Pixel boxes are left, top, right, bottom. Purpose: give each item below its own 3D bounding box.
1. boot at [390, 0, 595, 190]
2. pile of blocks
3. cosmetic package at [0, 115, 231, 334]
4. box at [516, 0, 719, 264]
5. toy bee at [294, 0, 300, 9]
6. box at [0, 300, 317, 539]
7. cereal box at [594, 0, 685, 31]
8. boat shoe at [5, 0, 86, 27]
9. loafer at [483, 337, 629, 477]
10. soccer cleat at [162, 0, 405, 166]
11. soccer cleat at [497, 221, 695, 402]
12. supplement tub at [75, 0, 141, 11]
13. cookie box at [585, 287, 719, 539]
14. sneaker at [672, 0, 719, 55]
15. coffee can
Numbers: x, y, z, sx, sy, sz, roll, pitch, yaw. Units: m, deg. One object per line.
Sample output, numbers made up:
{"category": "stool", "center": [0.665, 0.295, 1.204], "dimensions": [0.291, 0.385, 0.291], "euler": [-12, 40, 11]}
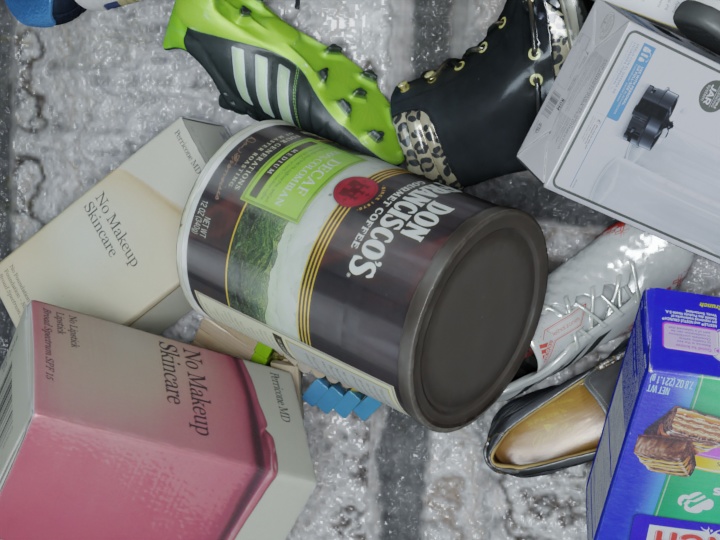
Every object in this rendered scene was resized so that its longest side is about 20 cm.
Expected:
{"category": "boot", "center": [0.086, -0.154, 1.087], "dimensions": [0.153, 0.073, 0.205], "euler": [-15, 93, 22]}
{"category": "pile of blocks", "center": [-0.026, 0.062, 1.166], "dimensions": [0.199, 0.062, 0.083], "euler": [11, 118, 21]}
{"category": "cosmetic package", "center": [-0.164, -0.012, 1.177], "dimensions": [0.200, 0.073, 0.104], "euler": [-37, 74, 20]}
{"category": "box", "center": [0.214, -0.076, 1.013], "dimensions": [0.199, 0.060, 0.117], "euler": [22, 105, -21]}
{"category": "toy bee", "center": [0.044, -0.217, 1.035], "dimensions": [0.108, 0.131, 0.201], "euler": [27, 74, 15]}
{"category": "box", "center": [-0.146, 0.120, 1.081], "dimensions": [0.199, 0.128, 0.109], "euler": [17, 118, -23]}
{"category": "cereal box", "center": [0.198, -0.228, 1.007], "dimensions": [0.199, 0.040, 0.145], "euler": [18, 100, -13]}
{"category": "boat shoe", "center": [-0.235, -0.281, 1.171], "dimensions": [0.084, 0.069, 0.202], "euler": [11, 107, 29]}
{"category": "loafer", "center": [0.175, 0.093, 1.097], "dimensions": [0.199, 0.072, 0.073], "euler": [-31, 88, 19]}
{"category": "soccer cleat", "center": [-0.053, -0.131, 1.143], "dimensions": [0.200, 0.068, 0.081], "euler": [39, 132, 3]}
{"category": "soccer cleat", "center": [0.142, 0.031, 1.090], "dimensions": [0.199, 0.085, 0.069], "euler": [-35, 87, 19]}
{"category": "supplement tub", "center": [-0.111, -0.265, 1.076], "dimensions": [0.199, 0.144, 0.145], "euler": [-14, 95, 1]}
{"category": "cookie box", "center": [0.242, 0.116, 1.014], "dimensions": [0.170, 0.076, 0.201], "euler": [8, 134, 2]}
{"category": "sneaker", "center": [0.282, -0.163, 0.980], "dimensions": [0.067, 0.200, 0.109], "euler": [39, 108, 56]}
{"category": "coffee can", "center": [0.000, 0.000, 1.047], "dimensions": [0.199, 0.146, 0.147], "euler": [23, 106, 33]}
